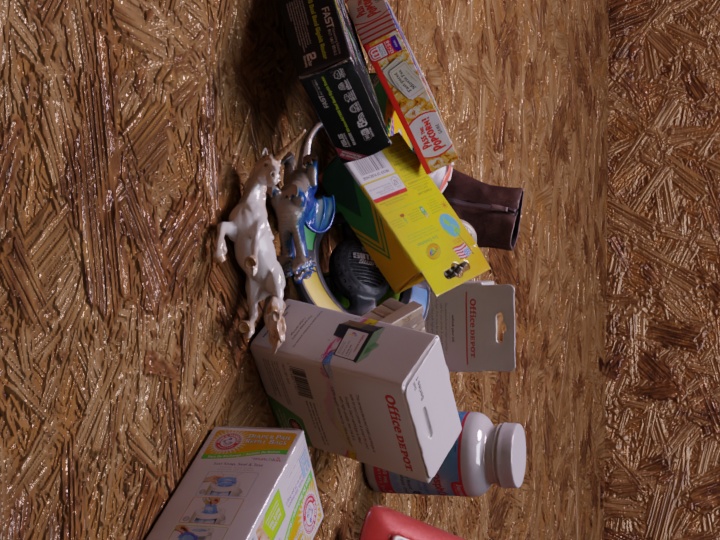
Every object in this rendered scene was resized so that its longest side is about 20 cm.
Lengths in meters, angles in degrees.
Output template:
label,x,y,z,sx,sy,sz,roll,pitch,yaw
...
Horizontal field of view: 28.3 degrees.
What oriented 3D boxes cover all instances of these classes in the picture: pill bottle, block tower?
label,x,y,z,sx,sy,sz,roll,pitch,yaw
pill bottle,0.111,0.239,1.862,0.109,0.197,0.111,-1,90,-70
block tower,0.047,0.127,1.606,0.054,0.057,0.202,-30,126,-32

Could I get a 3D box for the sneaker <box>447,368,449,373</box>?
label,x,y,z,sx,sy,sz,roll,pitch,yaw
sneaker,0.010,0.160,1.784,0.199,0.104,0.076,-27,115,-35

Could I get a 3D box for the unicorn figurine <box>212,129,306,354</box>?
label,x,y,z,sx,sy,sz,roll,pitch,yaw
unicorn figurine,-0.105,-0.027,1.463,0.138,0.073,0.202,-77,173,-56

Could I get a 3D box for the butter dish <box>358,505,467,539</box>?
label,x,y,z,sx,sy,sz,roll,pitch,yaw
butter dish,0.048,0.427,1.788,0.198,0.148,0.202,24,56,-20

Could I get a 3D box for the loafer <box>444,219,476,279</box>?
label,x,y,z,sx,sy,sz,roll,pitch,yaw
loafer,0.058,0.000,1.787,0.076,0.199,0.068,47,12,-24

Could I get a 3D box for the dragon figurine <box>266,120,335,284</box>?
label,x,y,z,sx,sy,sz,roll,pitch,yaw
dragon figurine,-0.064,-0.076,1.577,0.100,0.058,0.202,71,28,-43

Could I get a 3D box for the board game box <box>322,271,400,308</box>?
label,x,y,z,sx,sy,sz,roll,pitch,yaw
board game box,0.010,0.101,1.694,0.101,0.047,0.203,-2,81,-39

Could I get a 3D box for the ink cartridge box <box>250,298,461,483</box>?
label,x,y,z,sx,sy,sz,roll,pitch,yaw
ink cartridge box,-0.003,0.127,1.524,0.084,0.198,0.146,-51,139,-36

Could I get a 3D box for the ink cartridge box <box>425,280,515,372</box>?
label,x,y,z,sx,sy,sz,roll,pitch,yaw
ink cartridge box,0.114,0.072,1.871,0.068,0.197,0.117,-7,96,-70

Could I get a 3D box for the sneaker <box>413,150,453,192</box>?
label,x,y,z,sx,sy,sz,roll,pitch,yaw
sneaker,0.076,-0.131,1.960,0.082,0.076,0.203,43,49,-55

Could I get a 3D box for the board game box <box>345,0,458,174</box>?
label,x,y,z,sx,sy,sz,roll,pitch,yaw
board game box,0.046,-0.236,1.681,0.152,0.046,0.201,-107,170,-50

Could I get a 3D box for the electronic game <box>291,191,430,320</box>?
label,x,y,z,sx,sy,sz,roll,pitch,yaw
electronic game,0.000,0.000,1.649,0.198,0.042,0.203,19,55,-29

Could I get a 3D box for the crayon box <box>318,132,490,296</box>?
label,x,y,z,sx,sy,sz,roll,pitch,yaw
crayon box,0.053,-0.056,1.669,0.126,0.051,0.201,-22,75,-49

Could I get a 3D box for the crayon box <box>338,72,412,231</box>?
label,x,y,z,sx,sy,sz,roll,pitch,yaw
crayon box,0.019,-0.134,1.813,0.119,0.057,0.203,50,44,-61

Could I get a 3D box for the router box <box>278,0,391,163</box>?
label,x,y,z,sx,sy,sz,roll,pitch,yaw
router box,-0.035,-0.240,1.550,0.150,0.061,0.202,62,10,-53

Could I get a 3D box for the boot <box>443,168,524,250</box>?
label,x,y,z,sx,sy,sz,roll,pitch,yaw
boot,0.155,-0.111,2.040,0.073,0.164,0.202,59,36,-55

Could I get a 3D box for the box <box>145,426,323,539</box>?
label,x,y,z,sx,sy,sz,roll,pitch,yaw
box,-0.119,0.252,1.354,0.201,0.100,0.114,-61,145,-54
